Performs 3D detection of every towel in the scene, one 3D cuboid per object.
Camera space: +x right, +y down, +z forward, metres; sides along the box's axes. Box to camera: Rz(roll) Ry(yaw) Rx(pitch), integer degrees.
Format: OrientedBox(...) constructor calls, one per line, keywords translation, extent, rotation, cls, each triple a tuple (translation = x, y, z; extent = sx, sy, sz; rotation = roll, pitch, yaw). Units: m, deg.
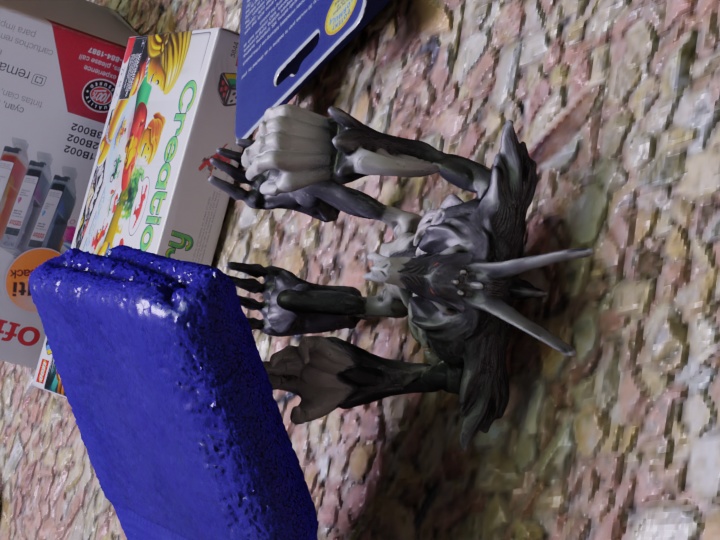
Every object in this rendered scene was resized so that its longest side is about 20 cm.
OrientedBox(translation=(-0.050, 0.086, 0.725), extent=(0.147, 0.049, 0.202), rotation=(8, 122, 59), cls="towel")

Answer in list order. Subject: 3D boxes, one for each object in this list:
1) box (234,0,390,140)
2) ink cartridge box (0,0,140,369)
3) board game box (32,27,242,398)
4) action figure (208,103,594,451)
OrientedBox(translation=(-0.016, -0.164, 0.924), extent=(0.121, 0.032, 0.202), rotation=(-39, 40, 48), cls="box")
OrientedBox(translation=(-0.228, -0.068, 1.143), extent=(0.201, 0.144, 0.145), rotation=(-67, 28, 12), cls="ink cartridge box")
OrientedBox(translation=(-0.112, -0.025, 1.021), extent=(0.126, 0.034, 0.202), rotation=(7, 81, 62), cls="board game box")
OrientedBox(translation=(0.000, 0.000, 0.729), extent=(0.200, 0.101, 0.120), rotation=(10, 98, 63), cls="action figure")
